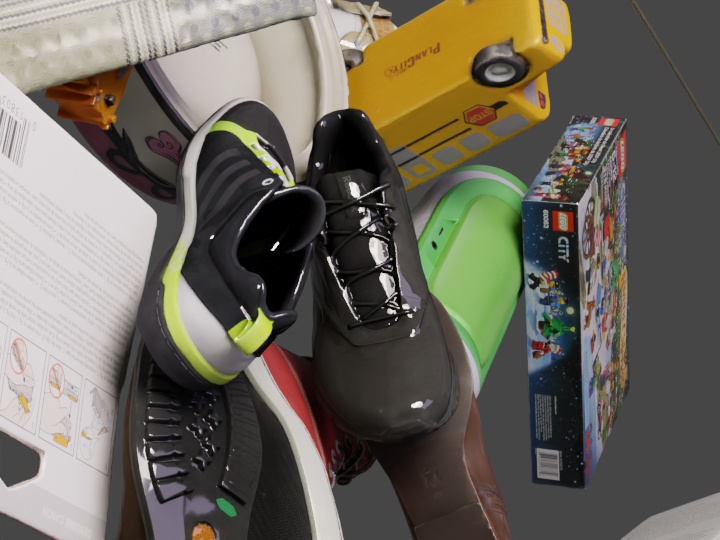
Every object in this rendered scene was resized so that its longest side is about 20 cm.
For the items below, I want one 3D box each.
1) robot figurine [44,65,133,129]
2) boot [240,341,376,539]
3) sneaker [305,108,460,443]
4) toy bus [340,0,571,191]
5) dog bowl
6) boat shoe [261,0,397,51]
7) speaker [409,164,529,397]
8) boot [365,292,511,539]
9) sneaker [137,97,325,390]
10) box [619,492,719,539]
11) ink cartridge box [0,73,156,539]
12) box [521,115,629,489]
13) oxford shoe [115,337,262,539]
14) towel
[{"bbox_3d":[-0.142,-0.171,1.024,0.058,0.144,0.202,65,36,-63],"label":"robot figurine"},{"bbox_3d":[-0.022,0.109,1.061,0.144,0.072,0.201,31,26,-45],"label":"boot"},{"bbox_3d":[0.000,0.000,1.052,0.091,0.075,0.201,79,-4,-47],"label":"sneaker"},{"bbox_3d":[0.040,-0.101,1.205,0.078,0.199,0.066,30,45,-41],"label":"toy bus"},{"bbox_3d":[-0.096,-0.125,1.144,0.200,0.073,0.202,34,43,-39],"label":"dog bowl"},{"bbox_3d":[-0.006,-0.137,1.287,0.200,0.068,0.075,36,41,-38],"label":"boat shoe"},{"bbox_3d":[0.051,0.016,1.252,0.089,0.088,0.200,54,34,-17],"label":"speaker"},{"bbox_3d":[0.052,0.123,1.149,0.200,0.064,0.188,59,18,-67],"label":"boot"},{"bbox_3d":[-0.044,-0.020,0.999,0.072,0.082,0.201,46,32,-28],"label":"sneaker"},{"bbox_3d":[0.198,0.220,1.154,0.200,0.106,0.153,-20,86,-59],"label":"box"},{"bbox_3d":[-0.160,0.020,0.916,0.200,0.044,0.178,47,48,-62],"label":"ink cartridge box"},{"bbox_3d":[0.141,0.019,1.332,0.137,0.037,0.202,-53,144,-57],"label":"box"},{"bbox_3d":[-0.092,0.118,0.974,0.072,0.084,0.202,16,59,-34],"label":"oxford shoe"},{"bbox_3d":[-0.132,-0.186,0.953,0.198,0.034,0.194,-16,94,-20],"label":"towel"}]
